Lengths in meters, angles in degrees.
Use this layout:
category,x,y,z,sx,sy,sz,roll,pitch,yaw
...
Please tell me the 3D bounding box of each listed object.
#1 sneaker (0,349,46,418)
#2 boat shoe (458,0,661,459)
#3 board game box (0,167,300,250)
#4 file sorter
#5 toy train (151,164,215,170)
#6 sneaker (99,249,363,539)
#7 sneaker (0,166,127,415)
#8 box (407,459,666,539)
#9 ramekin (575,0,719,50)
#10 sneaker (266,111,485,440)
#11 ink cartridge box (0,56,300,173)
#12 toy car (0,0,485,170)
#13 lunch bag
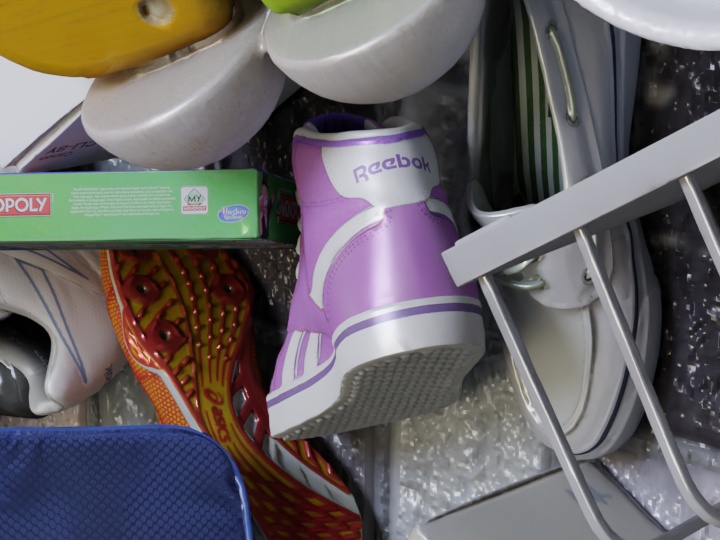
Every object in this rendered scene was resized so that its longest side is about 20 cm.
category,x,y,z,sx,sy,sz,roll,pitch,yaw
sneaker,-0.217,0.061,1.131,0.200,0.076,0.091,7,71,51
boat shoe,0.065,-0.022,0.849,0.073,0.067,0.201,5,104,45
board game box,-0.128,-0.023,0.929,0.199,0.135,0.029,0,88,7
file sorter,0.157,0.000,0.715,0.200,0.139,0.125,-27,84,45
toy train,-0.152,-0.084,1.067,0.200,0.056,0.150,-7,121,36
sneaker,-0.071,0.063,1.008,0.077,0.073,0.200,-42,68,52
sneaker,-0.178,-0.019,1.035,0.200,0.087,0.075,43,138,-3
box,0.057,0.194,0.883,0.128,0.109,0.200,46,129,28
ramekin,0.134,-0.175,0.718,0.200,0.098,0.201,13,109,42
sneaker,0.001,0.000,0.897,0.200,0.072,0.115,131,128,-68
ink cartridge box,-0.109,-0.154,0.935,0.083,0.145,0.200,-32,78,44
toy car,-0.050,-0.145,0.789,0.200,0.150,0.175,-17,124,29
lunch bag,-0.122,0.160,0.940,0.132,0.136,0.201,131,136,-53
